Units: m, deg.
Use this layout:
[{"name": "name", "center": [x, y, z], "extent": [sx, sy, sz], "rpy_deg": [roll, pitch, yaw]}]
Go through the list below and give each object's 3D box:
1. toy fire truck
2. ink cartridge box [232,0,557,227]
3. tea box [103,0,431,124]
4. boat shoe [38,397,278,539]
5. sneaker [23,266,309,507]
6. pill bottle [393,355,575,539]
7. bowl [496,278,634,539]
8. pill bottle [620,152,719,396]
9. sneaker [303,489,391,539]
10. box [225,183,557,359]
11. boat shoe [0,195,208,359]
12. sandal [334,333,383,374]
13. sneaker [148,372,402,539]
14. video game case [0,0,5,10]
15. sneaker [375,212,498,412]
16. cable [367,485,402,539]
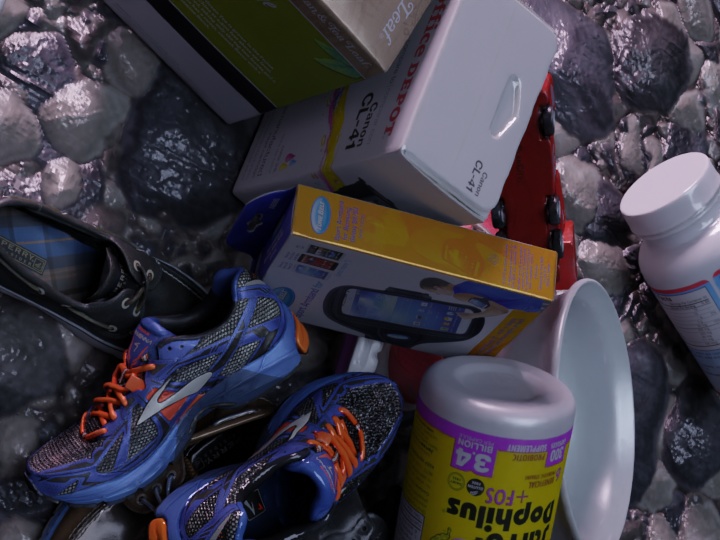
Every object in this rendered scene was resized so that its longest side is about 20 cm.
[{"name": "toy fire truck", "center": [0.125, -0.060, 1.143], "extent": [0.141, 0.048, 0.203], "rpy_deg": [-69, 154, -63]}, {"name": "ink cartridge box", "center": [0.019, -0.104, 1.050], "extent": [0.085, 0.199, 0.149], "rpy_deg": [33, 67, -28]}, {"name": "tea box", "center": [-0.033, -0.225, 1.026], "extent": [0.134, 0.196, 0.201], "rpy_deg": [44, 62, -24]}, {"name": "boat shoe", "center": [-0.122, 0.141, 0.998], "extent": [0.200, 0.072, 0.073], "rpy_deg": [-44, 110, -31]}, {"name": "sneaker", "center": [-0.128, 0.068, 0.978], "extent": [0.199, 0.075, 0.079], "rpy_deg": [-39, 123, -18]}, {"name": "pill bottle", "center": [0.076, 0.166, 1.042], "extent": [0.103, 0.104, 0.203], "rpy_deg": [-5, 112, -36]}, {"name": "bowl", "center": [0.134, 0.110, 1.161], "extent": [0.201, 0.089, 0.204], "rpy_deg": [-3, 90, -65]}, {"name": "pill bottle", "center": [0.299, 0.007, 1.304], "extent": [0.109, 0.108, 0.201], "rpy_deg": [-46, 112, -30]}, {"name": "sneaker", "center": [-0.020, 0.193, 1.034], "extent": [0.103, 0.060, 0.201], "rpy_deg": [-22, 64, -13]}, {"name": "box", "center": [0.013, 0.004, 1.012], "extent": [0.197, 0.119, 0.042], "rpy_deg": [12, 63, -14]}, {"name": "boat shoe", "center": [-0.165, 0.008, 0.990], "extent": [0.199, 0.056, 0.070], "rpy_deg": [25, 71, -32]}, {"name": "sandal", "center": [0.001, -0.002, 1.111], "extent": [0.049, 0.082, 0.205], "rpy_deg": [14, 74, -7]}, {"name": "sneaker", "center": [-0.034, 0.128, 0.964], "extent": [0.200, 0.078, 0.076], "rpy_deg": [-39, 107, -38]}, {"name": "video game case", "center": [-0.317, -0.157, 0.916], "extent": [0.199, 0.024, 0.184], "rpy_deg": [33, 67, -31]}, {"name": "sneaker", "center": [0.077, 0.013, 1.151], "extent": [0.073, 0.086, 0.202], "rpy_deg": [34, 66, -30]}, {"name": "cable", "center": [0.034, 0.250, 1.117], "extent": [0.163, 0.051, 0.202], "rpy_deg": [40, 63, -27]}]
